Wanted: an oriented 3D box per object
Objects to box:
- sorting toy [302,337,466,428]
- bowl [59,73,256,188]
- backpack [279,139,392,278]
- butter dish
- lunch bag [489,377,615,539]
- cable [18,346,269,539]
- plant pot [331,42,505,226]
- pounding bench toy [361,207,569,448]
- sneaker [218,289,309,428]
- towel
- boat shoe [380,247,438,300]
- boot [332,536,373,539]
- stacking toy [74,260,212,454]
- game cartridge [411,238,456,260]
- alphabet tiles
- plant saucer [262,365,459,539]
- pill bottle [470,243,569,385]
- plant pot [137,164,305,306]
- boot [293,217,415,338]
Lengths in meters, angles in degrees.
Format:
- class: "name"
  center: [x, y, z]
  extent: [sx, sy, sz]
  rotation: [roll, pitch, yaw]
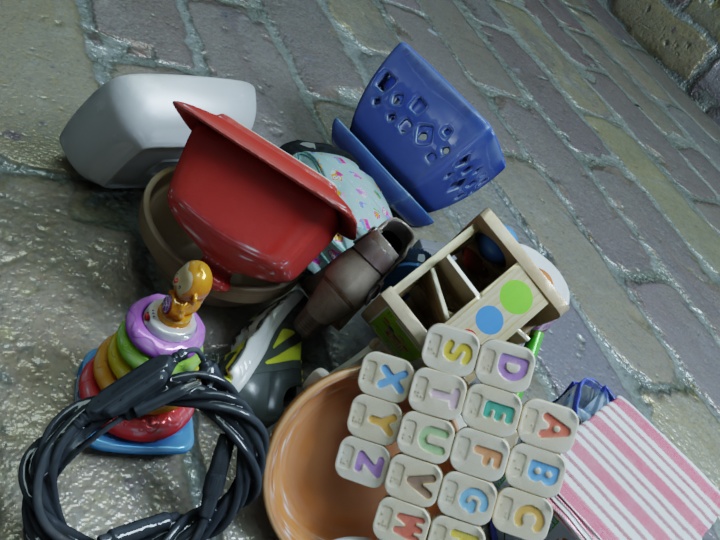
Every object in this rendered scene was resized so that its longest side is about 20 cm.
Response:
- class: "sorting toy"
  center: [0.043, 0.162, 0.813]
  extent: [0.180, 0.107, 0.200]
  rotation: [51, 39, 10]
- class: "bowl"
  center: [-0.236, -0.156, 0.883]
  extent: [0.200, 0.199, 0.075]
  rotation: [-7, 78, -42]
- class: "backpack"
  center: [-0.038, -0.074, 0.984]
  extent: [0.166, 0.127, 0.200]
  rotation: [7, 48, -37]
- class: "butter dish"
  center: [-0.115, -0.047, 0.734]
  extent: [0.200, 0.148, 0.199]
  rotation: [32, -3, 1]
- class: "lunch bag"
  center: [0.224, 0.238, 0.798]
  extent: [0.124, 0.170, 0.200]
  rotation: [20, 40, -23]
- class: "cable"
  center: [-0.177, 0.168, 0.609]
  extent: [0.200, 0.051, 0.164]
  rotation: [-36, 111, -18]
- class: "plant pot"
  center: [0.082, -0.188, 1.122]
  extent: [0.200, 0.180, 0.200]
  rotation: [50, 7, 19]
- class: "pounding bench toy"
  center: [0.129, 0.065, 0.740]
  extent: [0.156, 0.124, 0.200]
  rotation: [-37, 85, -14]
- class: "sneaker"
  center: [-0.097, 0.097, 0.806]
  extent: [0.085, 0.074, 0.200]
  rotation: [50, 34, -12]
- class: "towel"
  center: [0.251, 0.208, 0.697]
  extent: [0.200, 0.030, 0.146]
  rotation: [-18, 59, -44]
- class: "boat shoe"
  center: [0.060, 0.015, 0.911]
  extent: [0.084, 0.200, 0.069]
  rotation: [14, 66, 4]
- class: "boot"
  center: [-0.033, 0.278, 0.602]
  extent: [0.200, 0.095, 0.074]
  rotation: [-12, 88, -39]
- class: "stacking toy"
  center: [-0.176, 0.066, 0.654]
  extent: [0.109, 0.200, 0.116]
  rotation: [12, 41, -28]
- class: "game cartridge"
  center: [0.179, 0.020, 1.126]
  extent: [0.199, 0.038, 0.130]
  rotation: [11, 39, -29]
- class: "alphabet tiles"
  center: [0.081, 0.153, 0.649]
  extent: [0.195, 0.201, 0.015]
  rotation: [16, 2, 12]
- class: "plant saucer"
  center: [0.002, 0.187, 0.706]
  extent: [0.200, 0.201, 0.037]
  rotation: [21, -4, -18]
- class: "pill bottle"
  center: [0.153, 0.069, 0.906]
  extent: [0.112, 0.200, 0.112]
  rotation: [21, 38, -17]
- class: "plant pot"
  center: [-0.164, -0.026, 0.858]
  extent: [0.200, 0.093, 0.201]
  rotation: [20, 39, -18]
- class: "boot"
  center: [0.000, 0.000, 0.820]
  extent: [0.070, 0.146, 0.200]
  rotation: [44, 18, -5]
